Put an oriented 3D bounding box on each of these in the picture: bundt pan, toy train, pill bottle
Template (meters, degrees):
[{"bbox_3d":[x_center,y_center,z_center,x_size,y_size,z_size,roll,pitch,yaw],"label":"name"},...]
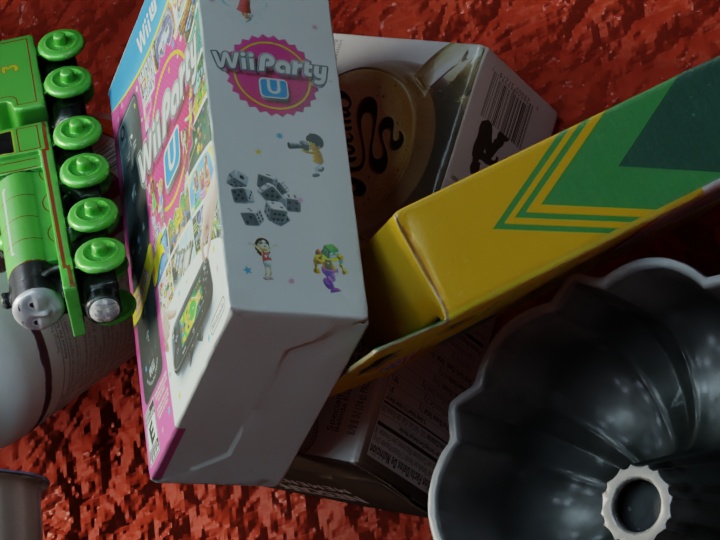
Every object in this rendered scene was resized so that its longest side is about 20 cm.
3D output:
[{"bbox_3d":[0.130,0.100,1.203,0.201,0.076,0.203,-8,75,33],"label":"bundt pan"},{"bbox_3d":[-0.138,-0.041,1.310,0.056,0.042,0.200,-11,40,-4],"label":"toy train"},{"bbox_3d":[-0.163,0.015,1.354,0.109,0.110,0.200,16,37,35],"label":"pill bottle"}]

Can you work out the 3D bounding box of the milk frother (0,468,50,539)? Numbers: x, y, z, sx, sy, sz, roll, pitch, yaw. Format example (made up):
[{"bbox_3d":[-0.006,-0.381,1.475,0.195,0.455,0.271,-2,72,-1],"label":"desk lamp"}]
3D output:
[{"bbox_3d":[-0.219,0.195,1.282,0.199,0.181,0.189,-6,77,9],"label":"milk frother"}]

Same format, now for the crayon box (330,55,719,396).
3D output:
[{"bbox_3d":[0.068,-0.016,1.223,0.199,0.127,0.051,-26,85,-17],"label":"crayon box"}]

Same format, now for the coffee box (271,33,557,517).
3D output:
[{"bbox_3d":[0.000,0.000,1.339,0.113,0.080,0.201,8,74,34],"label":"coffee box"}]

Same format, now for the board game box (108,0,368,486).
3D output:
[{"bbox_3d":[-0.054,-0.031,1.246,0.148,0.064,0.201,119,149,-53],"label":"board game box"}]
